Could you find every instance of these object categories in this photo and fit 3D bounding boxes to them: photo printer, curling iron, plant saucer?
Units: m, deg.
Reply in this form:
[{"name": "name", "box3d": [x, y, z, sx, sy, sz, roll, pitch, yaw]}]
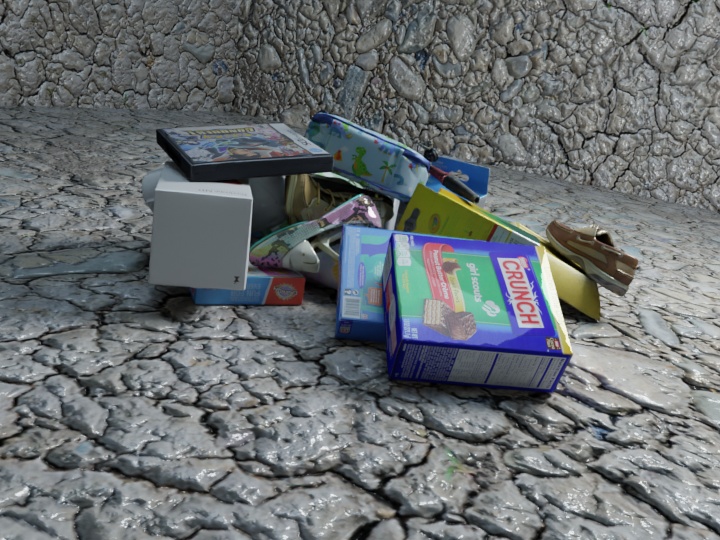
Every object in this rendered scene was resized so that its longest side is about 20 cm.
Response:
[{"name": "photo printer", "box3d": [-0.213, -0.114, 1.152, 0.197, 0.070, 0.167, -13, -28, 9]}, {"name": "curling iron", "box3d": [0.132, -0.149, 1.150, 0.025, 0.050, 0.201, -22, 37, -7]}, {"name": "plant saucer", "box3d": [0.308, -0.014, 1.221, 0.198, 0.049, 0.200, 32, 16, -1]}]

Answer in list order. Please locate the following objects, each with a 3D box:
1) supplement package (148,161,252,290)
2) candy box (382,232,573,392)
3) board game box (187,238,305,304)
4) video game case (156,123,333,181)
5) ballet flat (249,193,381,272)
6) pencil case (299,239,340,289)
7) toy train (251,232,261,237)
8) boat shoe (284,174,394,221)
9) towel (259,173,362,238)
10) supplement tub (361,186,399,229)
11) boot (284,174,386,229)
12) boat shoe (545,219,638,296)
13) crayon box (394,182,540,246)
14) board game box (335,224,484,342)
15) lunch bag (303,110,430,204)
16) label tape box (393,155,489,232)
[{"name": "supplement package", "box3d": [-0.208, -0.064, 0.973, 0.119, 0.122, 0.200, 5, 17, -13]}, {"name": "candy box", "box3d": [0.131, 0.047, 0.866, 0.197, 0.078, 0.171, 6, 46, -9]}, {"name": "board game box", "box3d": [-0.181, -0.003, 1.072, 0.151, 0.041, 0.200, 2, 17, -22]}, {"name": "video game case", "box3d": [-0.162, -0.167, 1.019, 0.198, 0.026, 0.181, -8, 28, -27]}, {"name": "ballet flat", "box3d": [-0.056, -0.040, 1.024, 0.198, 0.069, 0.072, -26, 69, -19]}, {"name": "pencil case", "box3d": [0.000, 0.000, 1.080, 0.198, 0.084, 0.090, 18, -2, 33]}, {"name": "toy train", "box3d": [-0.234, -0.120, 1.407, 0.198, 0.086, 0.116, 14, 30, 21]}, {"name": "boat shoe", "box3d": [-0.037, -0.126, 1.228, 0.197, 0.072, 0.063, 9, 51, 9]}, {"name": "towel", "box3d": [-0.083, -0.103, 1.263, 0.198, 0.024, 0.153, -26, 59, -21]}, {"name": "supplement tub", "box3d": [-0.034, -0.104, 1.354, 0.197, 0.124, 0.123, 10, 15, 8]}, {"name": "boot", "box3d": [-0.037, -0.102, 1.124, 0.153, 0.074, 0.201, 3, -27, 2]}, {"name": "boat shoe", "box3d": [0.376, -0.036, 1.190, 0.075, 0.072, 0.200, 19, 20, -34]}, {"name": "crayon box", "box3d": [0.149, -0.034, 1.094, 0.198, 0.128, 0.051, 28, 18, 3]}, {"name": "board game box", "box3d": [0.069, 0.022, 0.957, 0.197, 0.045, 0.154, 7, 53, -5]}, {"name": "lunch bag", "box3d": [0.009, -0.170, 1.145, 0.198, 0.083, 0.161, 23, 2, 7]}, {"name": "label tape box", "box3d": [0.124, -0.080, 1.199, 0.065, 0.203, 0.143, 0, 17, -37]}]
